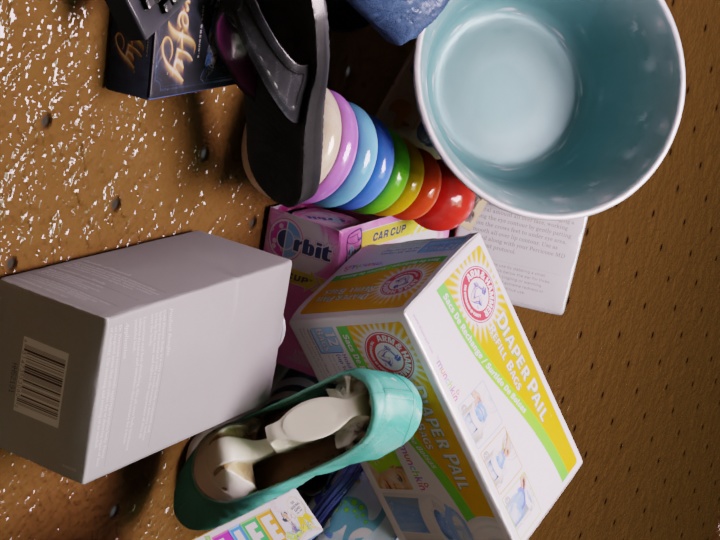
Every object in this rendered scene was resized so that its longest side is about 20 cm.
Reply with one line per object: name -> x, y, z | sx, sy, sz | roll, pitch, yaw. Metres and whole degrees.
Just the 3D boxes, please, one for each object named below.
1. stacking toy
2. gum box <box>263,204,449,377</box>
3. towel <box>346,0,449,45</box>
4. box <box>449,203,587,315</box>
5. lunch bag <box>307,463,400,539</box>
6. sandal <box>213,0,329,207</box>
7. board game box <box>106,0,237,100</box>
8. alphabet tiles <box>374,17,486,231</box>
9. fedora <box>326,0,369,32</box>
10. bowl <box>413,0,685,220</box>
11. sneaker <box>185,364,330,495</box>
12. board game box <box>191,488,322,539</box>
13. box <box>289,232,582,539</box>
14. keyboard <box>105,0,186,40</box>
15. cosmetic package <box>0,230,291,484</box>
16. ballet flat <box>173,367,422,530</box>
stacking toy -> 0.011, -0.074, 1.052 | 0.200, 0.085, 0.086 | 14, 93, -47
gum box -> 0.000, 0.000, 1.149 | 0.200, 0.066, 0.114 | -18, 122, -59
towel -> 0.004, -0.234, 0.898 | 0.112, 0.048, 0.200 | -55, 136, -9
box -> 0.139, -0.080, 1.268 | 0.152, 0.106, 0.201 | -90, -167, -83
lunch bag -> -0.001, 0.202, 1.179 | 0.161, 0.082, 0.200 | -57, 173, 19
sandal -> -0.056, -0.122, 0.889 | 0.048, 0.075, 0.201 | -27, 131, -33
board game box -> -0.090, -0.211, 0.883 | 0.135, 0.034, 0.201 | -23, 126, -57
alphabet tiles -> 0.100, -0.137, 1.135 | 0.166, 0.006, 0.201 | 26, 95, -37
fedora -> 0.033, -0.250, 1.032 | 0.201, 0.091, 0.201 | -41, 140, -47
bowl -> 0.120, -0.133, 1.055 | 0.105, 0.200, 0.202 | 176, -65, -75
sneaker -> -0.045, 0.124, 1.117 | 0.200, 0.084, 0.075 | -41, 140, -47
board game box -> -0.130, 0.221, 0.936 | 0.200, 0.034, 0.134 | -42, 167, 27
box -> 0.055, 0.086, 1.031 | 0.101, 0.112, 0.201 | -44, 116, -41
keyboard -> -0.146, -0.204, 0.755 | 0.127, 0.021, 0.200 | -47, 135, -25
cosmetic package -> -0.131, 0.046, 0.904 | 0.200, 0.090, 0.107 | -19, 123, -62
ballet flat -> -0.057, 0.112, 0.962 | 0.070, 0.199, 0.068 | 31, 38, -56
